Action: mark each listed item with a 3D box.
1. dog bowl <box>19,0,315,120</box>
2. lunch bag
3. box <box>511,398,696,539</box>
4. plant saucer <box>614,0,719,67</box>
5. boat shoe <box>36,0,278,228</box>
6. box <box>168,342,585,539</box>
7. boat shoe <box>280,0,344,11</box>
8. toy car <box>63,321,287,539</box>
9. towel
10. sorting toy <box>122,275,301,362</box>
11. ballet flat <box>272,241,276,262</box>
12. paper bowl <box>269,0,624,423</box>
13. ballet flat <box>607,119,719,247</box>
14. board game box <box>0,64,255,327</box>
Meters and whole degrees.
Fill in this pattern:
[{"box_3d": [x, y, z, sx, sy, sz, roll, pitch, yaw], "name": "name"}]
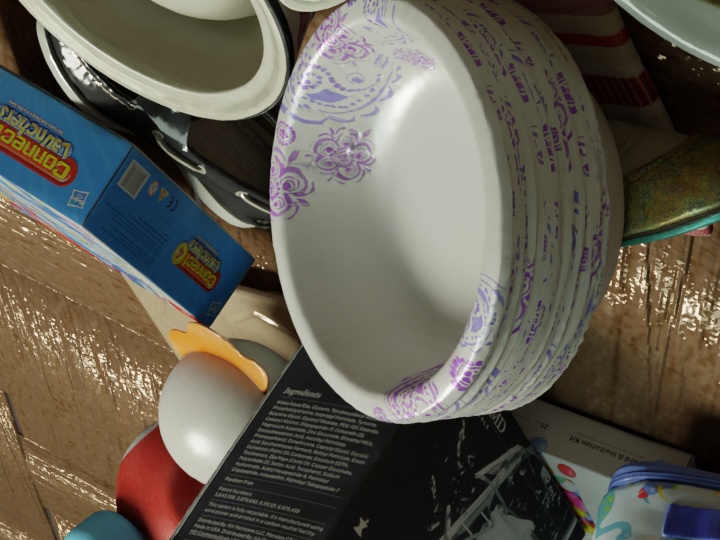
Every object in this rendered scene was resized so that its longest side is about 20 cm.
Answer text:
[{"box_3d": [-0.103, -0.172, 1.147, 0.199, 0.074, 0.201, 27, 154, 14], "name": "dog bowl"}, {"box_3d": [0.234, 0.187, 1.315, 0.198, 0.083, 0.161, 9, 147, 14], "name": "lunch bag"}, {"box_3d": [0.128, 0.143, 1.454, 0.199, 0.041, 0.156, 19, 149, 27], "name": "box"}, {"box_3d": [0.162, -0.157, 0.890, 0.199, 0.050, 0.201, 27, 154, 14], "name": "plant saucer"}, {"box_3d": [-0.099, -0.093, 1.277, 0.060, 0.074, 0.200, -2, 140, 50], "name": "boat shoe"}, {"box_3d": [0.012, 0.168, 1.364, 0.123, 0.197, 0.200, 5, 141, 41], "name": "box"}, {"box_3d": [-0.024, -0.210, 0.989, 0.203, 0.072, 0.060, 94, 156, -46], "name": "boat shoe"}, {"box_3d": [-0.092, 0.106, 1.442, 0.176, 0.184, 0.201, 20, 133, 36], "name": "toy car"}, {"box_3d": [0.088, -0.094, 1.119, 0.143, 0.023, 0.200, 10, 147, 37], "name": "towel"}, {"box_3d": [-0.066, 0.061, 1.554, 0.199, 0.037, 0.186, 19, 150, 38], "name": "sorting toy"}, {"box_3d": [0.000, 0.000, 1.332, 0.199, 0.072, 0.072, -3, 136, 52], "name": "ballet flat"}, {"box_3d": [0.048, -0.031, 1.061, 0.104, 0.202, 0.200, -3, 174, -32], "name": "paper bowl"}, {"box_3d": [0.118, -0.038, 1.097, 0.071, 0.071, 0.200, 41, 151, -16], "name": "ballet flat"}, {"box_3d": [-0.185, -0.061, 1.359, 0.195, 0.056, 0.200, 30, 173, 25], "name": "board game box"}]
